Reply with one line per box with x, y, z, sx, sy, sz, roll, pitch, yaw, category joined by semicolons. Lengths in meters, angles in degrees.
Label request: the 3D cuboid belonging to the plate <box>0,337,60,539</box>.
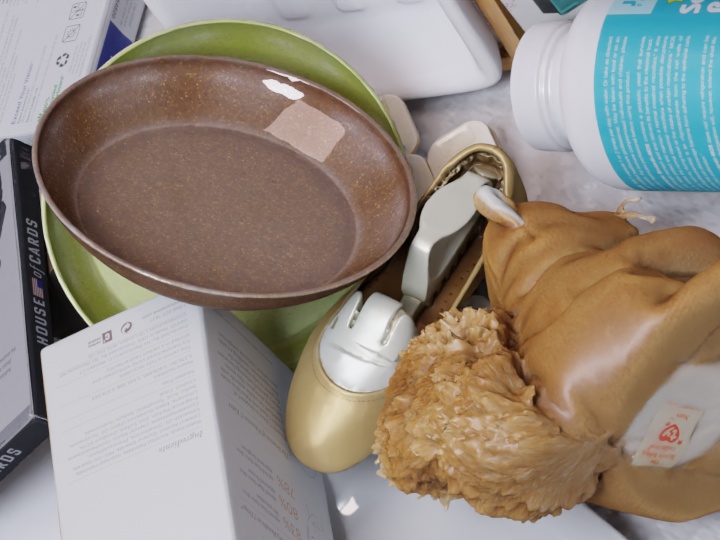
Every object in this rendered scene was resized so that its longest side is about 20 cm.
-0.174;0.102;1.658;0.200;0.032;0.200;-22;51;18;plate

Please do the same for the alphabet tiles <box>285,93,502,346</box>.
0.000;0.000;1.611;0.200;0.015;0.196;-30;56;13;alphabet tiles

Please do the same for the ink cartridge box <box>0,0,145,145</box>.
-0.226;-0.156;1.850;0.200;0.041;0.200;-3;60;32;ink cartridge box

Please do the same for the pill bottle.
0.180;-0.095;1.504;0.200;0.111;0.111;2;63;33;pill bottle

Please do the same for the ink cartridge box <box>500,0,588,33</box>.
0.086;-0.205;1.573;0.067;0.200;0.116;-26;50;15;ink cartridge box

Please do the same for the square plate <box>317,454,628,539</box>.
0.025;0.170;1.490;0.200;0.028;0.198;-46;47;-1;square plate

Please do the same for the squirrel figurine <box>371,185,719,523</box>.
0.092;0.036;1.443;0.200;0.142;0.187;-25;39;-12;squirrel figurine

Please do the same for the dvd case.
-0.226;0.044;1.656;0.150;0.025;0.200;-42;43;34;dvd case

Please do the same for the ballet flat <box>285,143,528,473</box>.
0.020;0.013;1.514;0.069;0.063;0.200;25;65;17;ballet flat

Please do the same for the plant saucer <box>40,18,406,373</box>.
-0.072;-0.036;1.590;0.200;0.031;0.200;0;83;-1;plant saucer

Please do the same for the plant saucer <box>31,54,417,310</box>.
-0.072;-0.039;1.510;0.200;0.037;0.200;8;38;-6;plant saucer

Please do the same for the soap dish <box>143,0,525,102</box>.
-0.018;-0.166;1.648;0.200;0.157;0.081;-6;50;29;soap dish

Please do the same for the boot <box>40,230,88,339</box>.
-0.133;-0.060;1.662;0.200;0.074;0.075;-53;37;7;boot

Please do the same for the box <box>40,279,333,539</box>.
-0.082;0.129;1.482;0.097;0.124;0.200;-24;51;16;box
